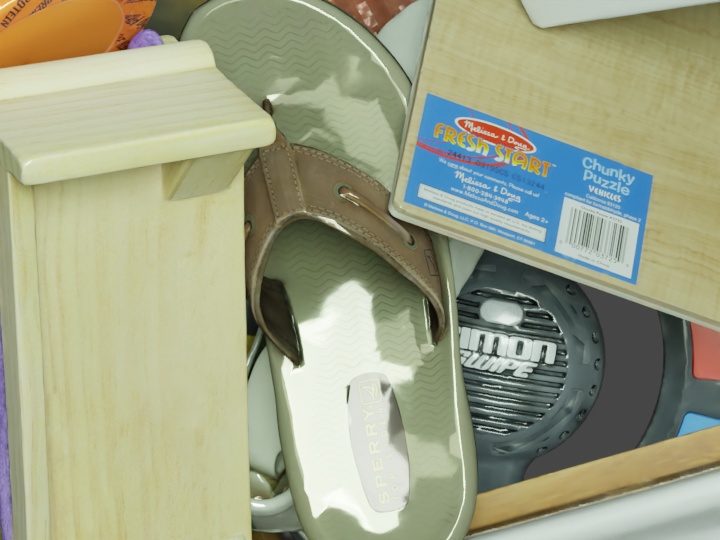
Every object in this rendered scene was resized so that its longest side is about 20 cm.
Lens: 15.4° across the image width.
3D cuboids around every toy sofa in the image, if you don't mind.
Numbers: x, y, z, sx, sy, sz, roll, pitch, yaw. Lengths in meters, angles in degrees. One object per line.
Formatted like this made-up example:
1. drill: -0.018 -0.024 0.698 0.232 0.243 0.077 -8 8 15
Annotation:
1. toy sofa: -0.080 0.028 0.848 0.083 0.098 0.200 -11 119 -22

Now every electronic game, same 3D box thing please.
1. electronic game: 0.049 0.031 0.964 0.200 0.042 0.200 1 96 6

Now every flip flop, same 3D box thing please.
1. flip flop: -0.010 0.002 0.858 0.081 0.058 0.200 -12 85 6

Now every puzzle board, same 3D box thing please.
1. puzzle board: 0.113 -0.045 0.898 0.200 0.017 0.151 19 55 -10

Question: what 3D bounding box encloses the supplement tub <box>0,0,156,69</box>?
1. supplement tub: -0.156 -0.145 0.851 0.122 0.123 0.200 -35 76 8

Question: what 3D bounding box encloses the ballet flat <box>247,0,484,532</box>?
1. ballet flat: 0.000 0.000 0.918 0.069 0.069 0.200 23 94 3

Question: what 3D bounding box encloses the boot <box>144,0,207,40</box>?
1. boot: -0.046 -0.112 0.906 0.075 0.097 0.200 -36 121 -32

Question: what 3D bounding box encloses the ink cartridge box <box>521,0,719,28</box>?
1. ink cartridge box: 0.083 -0.183 0.819 0.084 0.146 0.200 -44 116 -33

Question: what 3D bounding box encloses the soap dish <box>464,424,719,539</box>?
1. soap dish: 0.108 0.130 0.893 0.200 0.081 0.157 -19 99 30
